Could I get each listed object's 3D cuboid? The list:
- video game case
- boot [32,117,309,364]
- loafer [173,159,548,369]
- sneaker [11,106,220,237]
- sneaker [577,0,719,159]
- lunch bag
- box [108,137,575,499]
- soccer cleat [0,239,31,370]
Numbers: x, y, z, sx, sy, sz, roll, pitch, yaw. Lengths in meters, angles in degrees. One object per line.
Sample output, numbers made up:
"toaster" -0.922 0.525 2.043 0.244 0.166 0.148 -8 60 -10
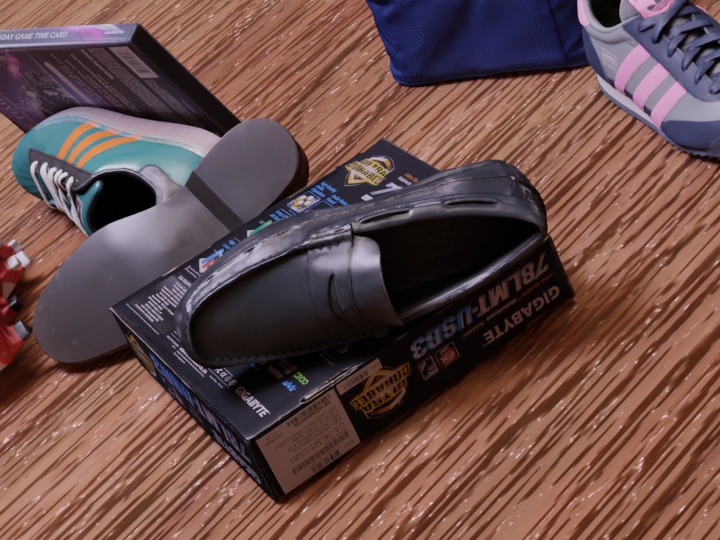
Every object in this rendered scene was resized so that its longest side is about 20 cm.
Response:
"video game case" -0.177 -0.116 1.442 0.200 0.143 0.019 4 62 41
"boot" -0.110 -0.009 1.311 0.200 0.074 0.075 -38 -14 2
"loafer" 0.000 0.000 1.095 0.200 0.068 0.070 -22 22 -2
"sneaker" -0.172 -0.057 1.412 0.200 0.072 0.080 5 38 42
"sneaker" 0.183 -0.125 1.234 0.070 0.082 0.200 -33 30 -14
"lunch bag" 0.093 -0.216 1.399 0.200 0.133 0.136 -5 36 34
"box" -0.015 0.018 1.192 0.198 0.050 0.200 -32 31 -15
"soccer cleat" -0.257 0.019 1.364 0.085 0.069 0.200 -39 26 7
